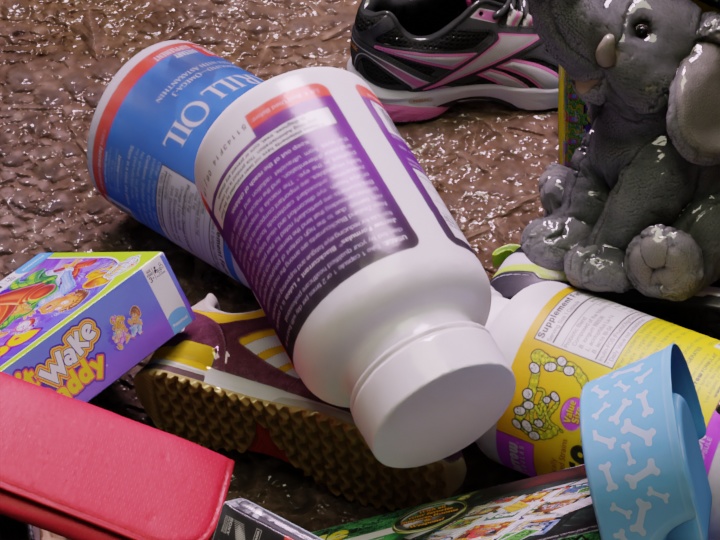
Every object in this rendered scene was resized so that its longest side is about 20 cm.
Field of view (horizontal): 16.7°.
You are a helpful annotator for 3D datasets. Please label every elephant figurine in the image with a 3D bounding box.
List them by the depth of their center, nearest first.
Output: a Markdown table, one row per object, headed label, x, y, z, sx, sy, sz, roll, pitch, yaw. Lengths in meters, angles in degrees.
| label | x | y | z | sx | sy | sz | roll | pitch | yaw |
| --- | --- | --- | --- | --- | --- | --- | --- | --- | --- |
| elephant figurine | 0.161 | -0.094 | 1.321 | 0.140 | 0.202 | 0.155 | 11 | 19 | 19 |

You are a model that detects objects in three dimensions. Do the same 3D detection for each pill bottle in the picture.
| label | x | y | z | sx | sy | sz | roll | pitch | yaw |
| --- | --- | --- | --- | --- | --- | --- | --- | --- | --- |
| pill bottle | 0.000 | 0.000 | 1.279 | 0.111 | 0.112 | 0.201 | -20 | 57 | -17 |
| pill bottle | 0.129 | 0.070 | 1.311 | 0.199 | 0.105 | 0.104 | 20 | 48 | 25 |
| pill bottle | -0.058 | -0.050 | 1.450 | 0.199 | 0.113 | 0.112 | 29 | 52 | 30 |

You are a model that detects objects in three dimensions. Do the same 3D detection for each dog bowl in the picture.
| label | x | y | z | sx | sy | sz | roll | pitch | yaw |
| --- | --- | --- | --- | --- | --- | --- | --- | --- | --- |
| dog bowl | 0.150 | 0.137 | 1.184 | 0.049 | 0.201 | 0.112 | -12 | 14 | 14 |

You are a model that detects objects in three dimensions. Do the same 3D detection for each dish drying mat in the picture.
| label | x | y | z | sx | sy | sz | roll | pitch | yaw |
| --- | --- | --- | --- | --- | --- | --- | --- | --- | --- |
| dish drying mat | -0.164 | 0.093 | 1.250 | 0.199 | 0.018 | 0.077 | 21 | 51 | -8 |

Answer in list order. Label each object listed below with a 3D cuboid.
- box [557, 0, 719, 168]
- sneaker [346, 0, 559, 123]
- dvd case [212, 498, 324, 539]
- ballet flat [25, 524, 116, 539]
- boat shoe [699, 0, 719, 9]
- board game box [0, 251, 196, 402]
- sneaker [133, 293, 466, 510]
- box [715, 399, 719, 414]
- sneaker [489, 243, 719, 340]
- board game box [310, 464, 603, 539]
| label | x | y | z | sx | sy | sz | roll | pitch | yaw |
| --- | --- | --- | --- | --- | --- | --- | --- | --- | --- |
| box | 0.214 | -0.139 | 1.457 | 0.191 | 0.201 | 0.122 | 0 | 40 | 3 |
| sneaker | 0.087 | -0.153 | 1.567 | 0.199 | 0.087 | 0.081 | -14 | 45 | -11 |
| dvd case | -0.002 | 0.213 | 1.151 | 0.199 | 0.147 | 0.022 | 24 | 15 | 29 |
| ballet flat | -0.147 | 0.123 | 1.302 | 0.071 | 0.072 | 0.201 | -10 | 43 | -7 |
| boat shoe | 0.207 | -0.176 | 1.303 | 0.199 | 0.069 | 0.085 | 26 | 89 | 4 |
| board game box | -0.205 | 0.061 | 1.347 | 0.200 | 0.045 | 0.134 | -39 | 22 | -32 |
| sneaker | -0.023 | 0.063 | 1.352 | 0.199 | 0.075 | 0.090 | 18 | 52 | 21 |
| box | 0.296 | 0.065 | 1.253 | 0.199 | 0.021 | 0.164 | 31 | 50 | 5 |
| sneaker | 0.167 | 0.011 | 1.395 | 0.199 | 0.072 | 0.083 | 11 | 44 | 16 |
| board game box | 0.032 | 0.142 | 1.227 | 0.199 | 0.024 | 0.105 | -16 | 15 | 15 |
